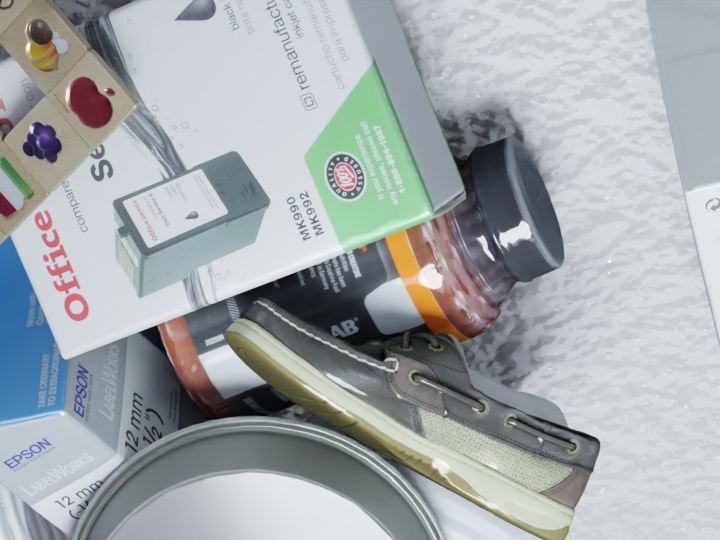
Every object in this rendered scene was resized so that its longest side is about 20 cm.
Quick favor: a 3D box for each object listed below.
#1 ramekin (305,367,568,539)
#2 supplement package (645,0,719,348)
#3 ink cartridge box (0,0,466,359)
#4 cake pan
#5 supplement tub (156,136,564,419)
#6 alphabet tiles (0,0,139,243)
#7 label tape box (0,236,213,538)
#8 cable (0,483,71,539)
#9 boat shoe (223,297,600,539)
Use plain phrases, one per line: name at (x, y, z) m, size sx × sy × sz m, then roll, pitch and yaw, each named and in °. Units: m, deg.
ramekin at (0.017, 0.136, 1.237) m, size 0.097 × 0.201 × 0.201 m, roll 31°, pitch 125°, yaw -16°
supplement package at (0.237, -0.031, 1.117) m, size 0.151 × 0.151 × 0.201 m, roll -13°, pitch 132°, yaw 9°
ink cartridge box at (-0.072, -0.061, 1.083) m, size 0.199 × 0.084 × 0.147 m, roll -22°, pitch 95°, yaw 17°
cake pan at (-0.051, 0.171, 1.133) m, size 0.199 × 0.037 × 0.201 m, roll 0°, pitch 108°, yaw 1°
supplement tub at (0.000, 0.000, 1.167) m, size 0.199 × 0.107 × 0.107 m, roll -21°, pitch 130°, yaw 17°
alphabet tiles at (-0.217, -0.102, 1.061) m, size 0.167 × 0.008 × 0.200 m, roll -40°, pitch 89°, yaw 30°
label tape box at (-0.147, 0.054, 1.186) m, size 0.066 × 0.144 × 0.200 m, roll -28°, pitch 128°, yaw 22°
cable at (-0.181, 0.138, 1.226) m, size 0.069 × 0.200 × 0.201 m, roll -22°, pitch 99°, yaw 16°
boat shoe at (0.029, 0.061, 1.114) m, size 0.200 × 0.072 × 0.066 m, roll 32°, pitch 82°, yaw -16°
